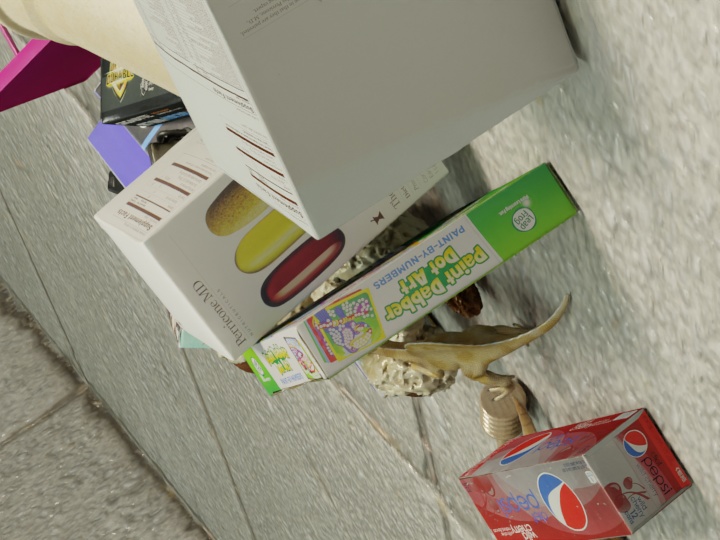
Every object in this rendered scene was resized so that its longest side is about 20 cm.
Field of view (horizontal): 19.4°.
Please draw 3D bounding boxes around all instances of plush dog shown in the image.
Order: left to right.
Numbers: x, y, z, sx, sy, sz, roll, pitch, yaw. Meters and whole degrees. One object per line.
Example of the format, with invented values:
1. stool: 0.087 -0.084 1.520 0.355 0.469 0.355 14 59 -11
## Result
1. plush dog: 0.000 0.000 1.620 0.172 0.200 0.161 134 144 -63

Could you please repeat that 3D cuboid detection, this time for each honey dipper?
1. honey dipper: 0.117 0.142 1.730 0.038 0.038 0.200 50 167 22

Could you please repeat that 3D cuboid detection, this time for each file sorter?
1. file sorter: -0.267 -0.239 1.784 0.200 0.139 0.125 -34 84 47

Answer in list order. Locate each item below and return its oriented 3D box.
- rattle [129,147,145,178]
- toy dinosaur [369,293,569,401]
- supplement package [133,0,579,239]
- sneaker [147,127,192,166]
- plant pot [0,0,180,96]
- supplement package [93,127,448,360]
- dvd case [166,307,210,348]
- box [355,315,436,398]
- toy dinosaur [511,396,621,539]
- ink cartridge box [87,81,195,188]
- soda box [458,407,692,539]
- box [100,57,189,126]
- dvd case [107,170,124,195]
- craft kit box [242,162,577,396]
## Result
1. rattle: -0.192 -0.164 1.841 0.200 0.143 0.130 51 161 17
2. toy dinosaur: 0.083 0.059 1.526 0.200 0.058 0.101 -6 165 34
3. supplement package: -0.017 -0.165 1.186 0.147 0.191 0.200 35 154 55
4. sneaker: -0.079 -0.085 1.555 0.199 0.114 0.076 -24 82 32
5. plant pot: -0.118 -0.198 1.376 0.183 0.200 0.200 37 158 27
6. supplement package: -0.062 -0.052 1.444 0.114 0.200 0.110 53 168 -24
7. dvd case: -0.099 0.005 1.761 0.200 0.146 0.022 -118 34 -56
8. box: 0.010 0.042 1.846 0.119 0.041 0.200 54 167 6
9. toy dinosaur: 0.164 0.184 1.665 0.200 0.060 0.106 53 138 -1
10. ink cartridge box: -0.123 -0.110 1.677 0.198 0.200 0.043 49 -155 22
11. soda box: 0.152 0.154 1.525 0.070 0.063 0.200 57 156 -4
12. box: -0.141 -0.196 1.585 0.200 0.046 0.159 -4 85 62
13. dvd case: -0.121 -0.065 1.838 0.200 0.150 0.025 -161 74 -65
14. craft kit box: 0.027 0.010 1.407 0.049 0.200 0.198 58 165 -4
